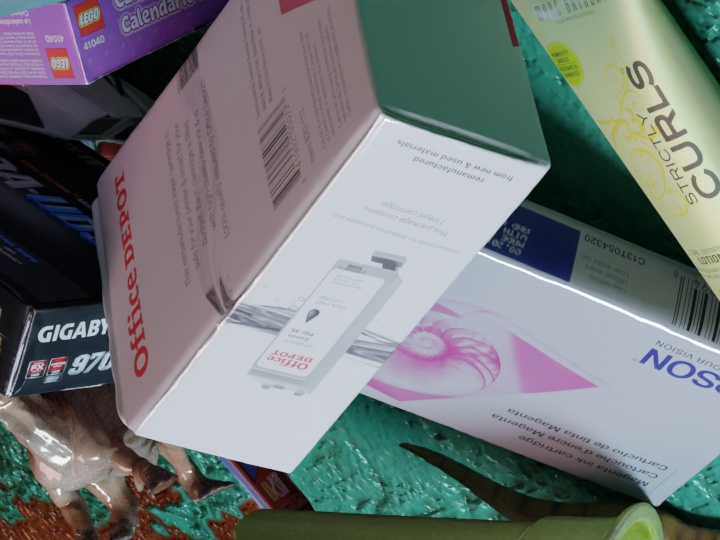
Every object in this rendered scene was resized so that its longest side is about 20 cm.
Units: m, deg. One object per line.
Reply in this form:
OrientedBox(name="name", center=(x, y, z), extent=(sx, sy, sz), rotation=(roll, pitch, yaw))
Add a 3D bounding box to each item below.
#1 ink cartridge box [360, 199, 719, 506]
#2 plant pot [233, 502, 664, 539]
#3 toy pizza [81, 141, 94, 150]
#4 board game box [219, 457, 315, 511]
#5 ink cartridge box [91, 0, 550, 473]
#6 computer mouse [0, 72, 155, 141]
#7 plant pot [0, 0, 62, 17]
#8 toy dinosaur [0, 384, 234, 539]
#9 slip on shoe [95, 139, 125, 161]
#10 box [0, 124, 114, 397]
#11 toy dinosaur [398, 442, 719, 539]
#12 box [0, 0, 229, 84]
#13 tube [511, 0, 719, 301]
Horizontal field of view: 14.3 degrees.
OrientedBox(name="ink cartridge box", center=(0.069, 0.043, 1.282), extent=(0.196, 0.043, 0.200), rotation=(21, 146, -12))
OrientedBox(name="plant pot", center=(0.025, 0.190, 1.337), extent=(0.189, 0.200, 0.200), rotation=(10, 142, 18))
OrientedBox(name="toy pizza", center=(-0.201, -0.095, 1.461), extent=(0.200, 0.032, 0.201), rotation=(31, 146, 24))
OrientedBox(name="board game box", center=(-0.079, 0.075, 1.488), extent=(0.200, 0.019, 0.103), rotation=(48, 172, 29))
OrientedBox(name="ink cartridge box", center=(-0.022, -0.038, 1.159), extent=(0.083, 0.147, 0.200), rotation=(17, 131, -28))
OrientedBox(name="computer mouse", center=(-0.132, -0.085, 1.326), extent=(0.199, 0.110, 0.044), rotation=(14, 102, 18))
OrientedBox(name="plant pot", center=(-0.188, -0.178, 1.155), extent=(0.199, 0.142, 0.141), rotation=(-17, 124, 25))
OrientedBox(name="toy dinosaur", center=(-0.144, 0.073, 1.522), extent=(0.136, 0.086, 0.200), rotation=(61, -167, 12))
OrientedBox(name="slip on shoe", center=(-0.073, 0.006, 1.441), extent=(0.074, 0.061, 0.200), rotation=(4, 135, 47))
OrientedBox(name="box", center=(-0.156, -0.015, 1.292), extent=(0.200, 0.159, 0.046), rotation=(33, 115, 35))
OrientedBox(name="toy dinosaur", center=(0.123, 0.135, 1.428), extent=(0.199, 0.060, 0.107), rotation=(12, 126, 22))
OrientedBox(name="box", center=(-0.140, -0.122, 1.258), extent=(0.199, 0.137, 0.039), rotation=(4, 116, 44))
OrientedBox(name="tube", center=(0.130, -0.050, 1.161), extent=(0.058, 0.052, 0.200), rotation=(-31, 107, 16))
